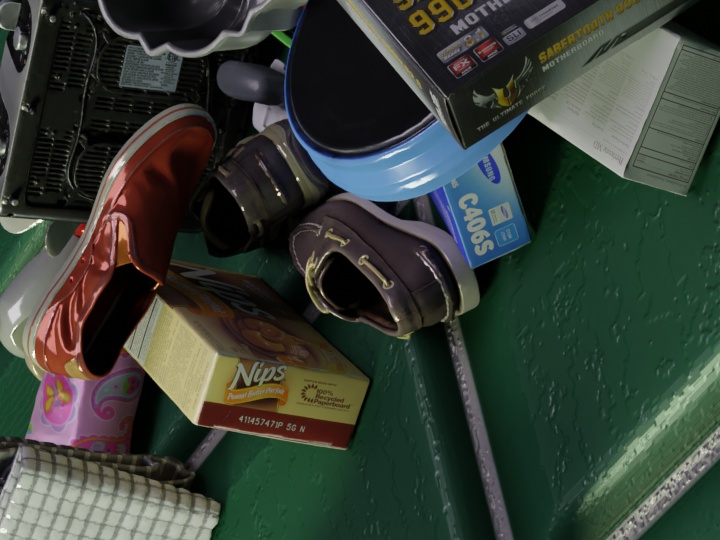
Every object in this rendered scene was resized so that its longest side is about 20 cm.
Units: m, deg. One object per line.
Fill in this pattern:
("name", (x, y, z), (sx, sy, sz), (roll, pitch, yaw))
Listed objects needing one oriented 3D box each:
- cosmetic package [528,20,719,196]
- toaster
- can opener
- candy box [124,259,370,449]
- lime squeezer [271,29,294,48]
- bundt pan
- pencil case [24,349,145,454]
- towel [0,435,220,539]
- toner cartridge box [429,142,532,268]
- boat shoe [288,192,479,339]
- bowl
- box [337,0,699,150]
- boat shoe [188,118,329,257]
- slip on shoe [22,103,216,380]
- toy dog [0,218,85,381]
("cosmetic package", (0.132, -0.116, 1.467), (0.200, 0.050, 0.083), (42, 112, 57))
("toaster", (-0.170, -0.131, 1.893), (0.119, 0.199, 0.182), (-126, 46, -56))
("can opener", (-0.042, -0.094, 1.756), (0.200, 0.067, 0.054), (44, 119, 57))
("candy box", (-0.089, 0.050, 1.740), (0.200, 0.115, 0.056), (39, 113, 58))
("lime squeezer", (-0.076, -0.206, 1.685), (0.070, 0.038, 0.201), (-27, 75, 24))
("bundt pan", (-0.083, -0.229, 1.614), (0.201, 0.076, 0.203), (-1, 88, 40))
("pencil case", (-0.209, 0.118, 1.972), (0.087, 0.087, 0.201), (13, 91, 61))
("towel", (-0.212, 0.214, 1.857), (0.201, 0.165, 0.086), (-68, 25, 18))
("toner cartridge box", (0.042, -0.100, 1.582), (0.200, 0.043, 0.095), (-116, 3, -48))
("boat shoe", (0.000, 0.000, 1.634), (0.200, 0.059, 0.072), (20, 134, 59))
("bowl", (0.035, -0.137, 1.501), (0.200, 0.039, 0.201), (-27, 47, 33))
("box", (0.094, -0.175, 1.405), (0.159, 0.200, 0.048), (53, 171, 38))
("boat shoe", (-0.081, -0.049, 1.751), (0.075, 0.073, 0.200), (59, 163, 5))
("slip on shoe", (-0.146, -0.015, 1.702), (0.061, 0.074, 0.201), (27, 85, 36))
("toy dog", (-0.260, -0.011, 2.089), (0.132, 0.096, 0.201), (-7, 74, 60))
